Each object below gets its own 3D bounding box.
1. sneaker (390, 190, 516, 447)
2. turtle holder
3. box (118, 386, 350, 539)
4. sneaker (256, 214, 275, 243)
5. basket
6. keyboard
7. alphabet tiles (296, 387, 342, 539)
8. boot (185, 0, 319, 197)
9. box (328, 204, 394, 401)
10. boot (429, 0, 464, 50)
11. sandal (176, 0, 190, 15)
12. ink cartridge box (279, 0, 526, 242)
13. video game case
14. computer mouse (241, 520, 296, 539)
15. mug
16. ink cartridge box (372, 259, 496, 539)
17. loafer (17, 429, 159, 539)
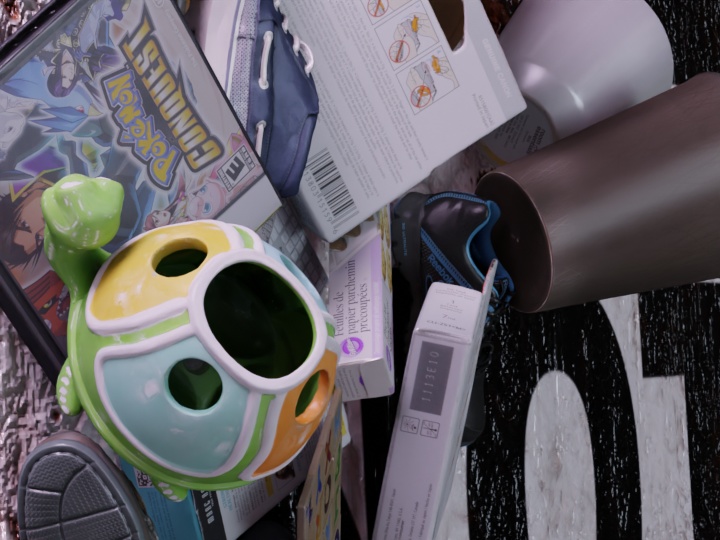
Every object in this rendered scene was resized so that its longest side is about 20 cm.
[{"bbox_3d":[0.076,0.039,1.614,0.073,0.081,0.201,-33,117,-61],"label":"sneaker"},{"bbox_3d":[-0.088,0.026,1.156,0.140,0.132,0.186,-18,83,-30],"label":"turtle holder"},{"bbox_3d":[-0.077,0.109,1.355,0.200,0.049,0.083,-34,116,-58],"label":"box"},{"bbox_3d":[-0.074,0.034,1.305,0.075,0.081,0.201,109,-4,-46],"label":"sneaker"},{"bbox_3d":[0.198,-0.049,1.647,0.199,0.136,0.181,-17,132,-26],"label":"basket"},{"bbox_3d":[-0.071,-0.047,1.429,0.201,0.011,0.056,63,36,-35],"label":"keyboard"},{"bbox_3d":[-0.032,0.198,1.340,0.200,0.007,0.168,-72,166,-59],"label":"alphabet tiles"},{"bbox_3d":[-0.070,-0.147,1.328,0.090,0.073,0.201,8,93,-35],"label":"boot"},{"bbox_3d":[0.000,0.000,1.462,0.042,0.038,0.201,71,14,-45],"label":"box"},{"bbox_3d":[0.059,-0.255,1.633,0.146,0.070,0.201,-89,-163,-62],"label":"boot"},{"bbox_3d":[-0.126,-0.173,1.282,0.055,0.081,0.201,57,36,-69],"label":"sandal"},{"bbox_3d":[0.000,-0.147,1.426,0.173,0.044,0.201,-34,121,-12],"label":"ink cartridge box"},{"bbox_3d":[-0.146,-0.054,1.201,0.181,0.025,0.201,-46,130,-23],"label":"video game case"},{"bbox_3d":[-0.048,0.244,1.366,0.059,0.034,0.201,-62,151,-49],"label":"computer mouse"},{"bbox_3d":[0.168,-0.132,1.753,0.153,0.149,0.187,-45,119,-45],"label":"mug"},{"bbox_3d":[0.052,0.105,1.518,0.174,0.043,0.201,-67,168,-69],"label":"ink cartridge box"},{"bbox_3d":[-0.143,0.176,1.219,0.063,0.071,0.201,-80,154,-67],"label":"loafer"}]
